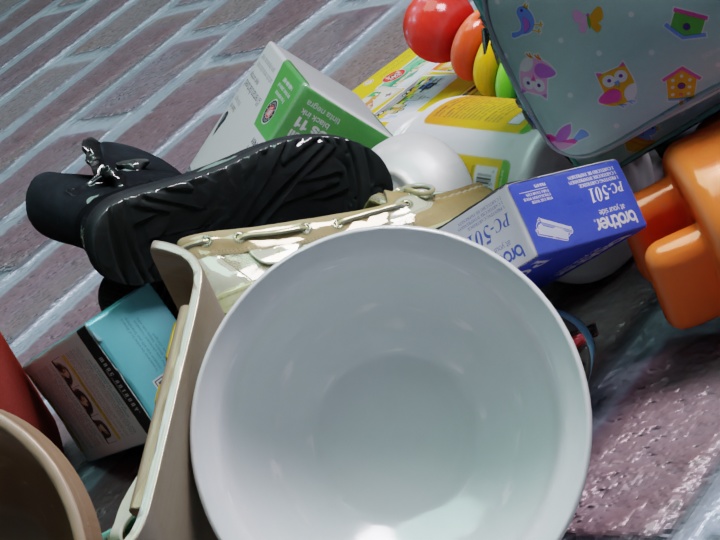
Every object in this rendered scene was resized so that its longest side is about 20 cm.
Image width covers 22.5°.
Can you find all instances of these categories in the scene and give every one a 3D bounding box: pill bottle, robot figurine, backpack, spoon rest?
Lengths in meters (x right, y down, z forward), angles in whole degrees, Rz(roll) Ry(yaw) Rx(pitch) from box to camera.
[{"bbox_3d":[0.090,-0.058,1.192,0.111,0.111,0.200,-36,25,-22],"label":"pill bottle"},{"bbox_3d":[0.246,-0.042,0.989,0.199,0.117,0.144,-26,7,4],"label":"robot figurine"},{"bbox_3d":[0.144,-0.171,1.007,0.175,0.201,0.153,-29,2,29],"label":"backpack"},{"bbox_3d":[0.000,0.000,1.158,0.200,0.061,0.099,-51,61,17],"label":"spoon rest"}]

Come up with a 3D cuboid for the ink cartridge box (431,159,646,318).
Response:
[{"bbox_3d":[0.056,0.005,1.010,0.094,0.044,0.200,-15,-13,-42],"label":"ink cartridge box"}]

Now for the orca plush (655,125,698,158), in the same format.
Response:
[{"bbox_3d":[0.227,-0.067,1.159,0.105,0.071,0.200,14,15,-24],"label":"orca plush"}]

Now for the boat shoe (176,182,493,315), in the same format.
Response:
[{"bbox_3d":[-0.007,-0.020,1.056,0.200,0.063,0.073,-21,-11,-16],"label":"boat shoe"}]

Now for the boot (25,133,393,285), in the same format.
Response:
[{"bbox_3d":[-0.100,-0.050,1.136,0.199,0.077,0.168,-14,18,-19],"label":"boot"}]

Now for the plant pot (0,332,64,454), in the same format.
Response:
[{"bbox_3d":[-0.293,0.127,1.135,0.199,0.201,0.176,-31,36,-9],"label":"plant pot"}]

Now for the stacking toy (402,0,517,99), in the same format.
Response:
[{"bbox_3d":[0.113,-0.143,1.272,0.199,0.086,0.085,29,52,25],"label":"stacking toy"}]

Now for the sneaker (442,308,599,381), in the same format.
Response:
[{"bbox_3d":[0.047,0.079,1.026,0.199,0.080,0.095,-21,0,19],"label":"sneaker"}]

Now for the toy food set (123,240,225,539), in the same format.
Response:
[{"bbox_3d":[-0.103,0.104,0.940,0.060,0.144,0.201,-2,52,15],"label":"toy food set"}]

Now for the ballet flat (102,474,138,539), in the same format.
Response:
[{"bbox_3d":[-0.083,0.120,1.053,0.067,0.071,0.200,-3,32,47],"label":"ballet flat"}]

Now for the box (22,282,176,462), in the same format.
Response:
[{"bbox_3d":[-0.155,0.068,1.146,0.049,0.082,0.200,-36,5,-23],"label":"box"}]

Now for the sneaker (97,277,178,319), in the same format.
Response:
[{"bbox_3d":[-0.092,0.026,1.126,0.199,0.081,0.086,11,-1,33],"label":"sneaker"}]

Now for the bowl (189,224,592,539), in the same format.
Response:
[{"bbox_3d":[0.018,0.083,0.924,0.200,0.202,0.090,-26,-9,1],"label":"bowl"}]

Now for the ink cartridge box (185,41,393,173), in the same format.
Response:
[{"bbox_3d":[-0.073,-0.043,1.262,0.200,0.083,0.147,-57,21,9],"label":"ink cartridge box"}]

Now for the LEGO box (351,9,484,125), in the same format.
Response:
[{"bbox_3d":[0.072,-0.122,1.391,0.200,0.077,0.149,-39,26,-27],"label":"LEGO box"}]

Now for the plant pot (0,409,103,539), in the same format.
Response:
[{"bbox_3d":[-0.220,0.173,1.002,0.200,0.202,0.093,-20,-13,15],"label":"plant pot"}]
